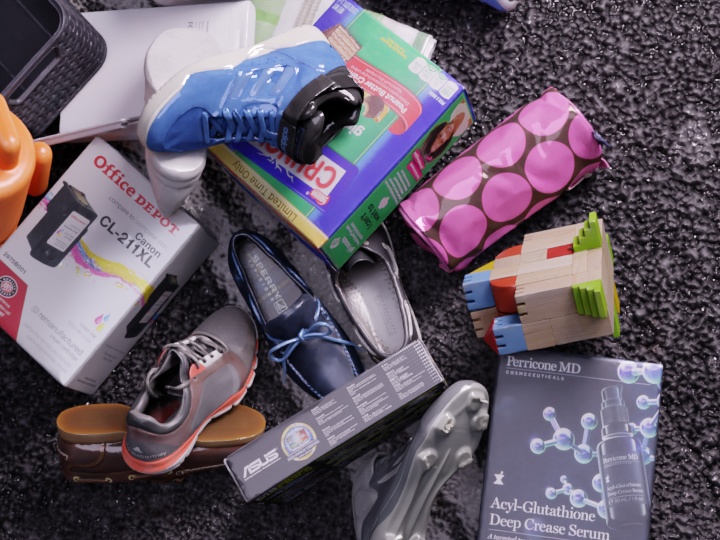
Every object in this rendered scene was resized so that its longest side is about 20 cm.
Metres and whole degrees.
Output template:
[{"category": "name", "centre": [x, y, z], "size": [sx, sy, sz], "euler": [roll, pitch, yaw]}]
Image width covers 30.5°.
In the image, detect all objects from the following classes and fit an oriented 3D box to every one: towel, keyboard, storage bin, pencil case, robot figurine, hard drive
[{"category": "towel", "centre": [-0.039, -0.197, 1.325], "size": [0.198, 0.031, 0.151], "euler": [21, 81, 13]}, {"category": "keyboard", "centre": [-0.303, -0.130, 1.304], "size": [0.197, 0.056, 0.011], "euler": [-10, 103, 21]}, {"category": "storage bin", "centre": [-0.368, -0.247, 1.324], "size": [0.135, 0.094, 0.200], "euler": [-46, 71, 4]}, {"category": "pencil case", "centre": [0.135, -0.081, 1.251], "size": [0.199, 0.091, 0.094], "euler": [-35, 112, 2]}, {"category": "robot figurine", "centre": [-0.372, -0.081, 1.243], "size": [0.116, 0.200, 0.145], "euler": [32, 51, -2]}, {"category": "hard drive", "centre": [-0.204, -0.198, 1.330], "size": [0.197, 0.027, 0.134], "euler": [-1, 79, 15]}]

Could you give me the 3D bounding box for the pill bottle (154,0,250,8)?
[{"category": "pill bottle", "centre": [-0.158, -0.370, 1.324], "size": [0.115, 0.116, 0.203], "euler": [1, 80, 7]}]

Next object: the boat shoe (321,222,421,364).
[{"category": "boat shoe", "centre": [0.000, 0.000, 1.262], "size": [0.073, 0.060, 0.202], "euler": [-21, 77, 5]}]

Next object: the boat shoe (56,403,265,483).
[{"category": "boat shoe", "centre": [-0.188, 0.167, 1.256], "size": [0.197, 0.071, 0.071], "euler": [1, 116, 0]}]

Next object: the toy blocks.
[{"category": "toy blocks", "centre": [0.155, 0.017, 1.182], "size": [0.135, 0.200, 0.101], "euler": [-12, 109, 15]}]

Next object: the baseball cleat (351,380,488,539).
[{"category": "baseball cleat", "centre": [0.042, 0.172, 1.190], "size": [0.106, 0.069, 0.202], "euler": [42, 109, 51]}]

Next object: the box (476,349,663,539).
[{"category": "box", "centre": [0.186, 0.180, 1.181], "size": [0.146, 0.107, 0.203], "euler": [5, 79, 9]}]

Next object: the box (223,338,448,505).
[{"category": "box", "centre": [-0.013, 0.140, 1.187], "size": [0.199, 0.160, 0.045], "euler": [-32, 76, 1]}]

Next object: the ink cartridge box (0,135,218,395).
[{"category": "ink cartridge box", "centre": [-0.259, -0.006, 1.285], "size": [0.145, 0.083, 0.201], "euler": [39, 87, 12]}]

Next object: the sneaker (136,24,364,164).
[{"category": "sneaker", "centre": [-0.089, -0.134, 1.159], "size": [0.198, 0.077, 0.112], "euler": [-26, 61, -23]}]

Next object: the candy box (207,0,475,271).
[{"category": "candy box", "centre": [-0.020, -0.130, 1.242], "size": [0.169, 0.077, 0.200], "euler": [41, 87, 25]}]

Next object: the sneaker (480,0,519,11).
[{"category": "sneaker", "centre": [0.069, -0.306, 1.315], "size": [0.199, 0.076, 0.078], "euler": [32, 107, 12]}]

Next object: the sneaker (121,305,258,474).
[{"category": "sneaker", "centre": [-0.151, 0.094, 1.216], "size": [0.076, 0.083, 0.201], "euler": [16, 47, 14]}]

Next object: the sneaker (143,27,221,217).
[{"category": "sneaker", "centre": [-0.177, -0.142, 1.254], "size": [0.074, 0.089, 0.202], "euler": [11, 52, -10]}]

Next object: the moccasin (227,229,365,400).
[{"category": "moccasin", "centre": [-0.071, 0.049, 1.258], "size": [0.080, 0.068, 0.200], "euler": [-41, 77, -2]}]
